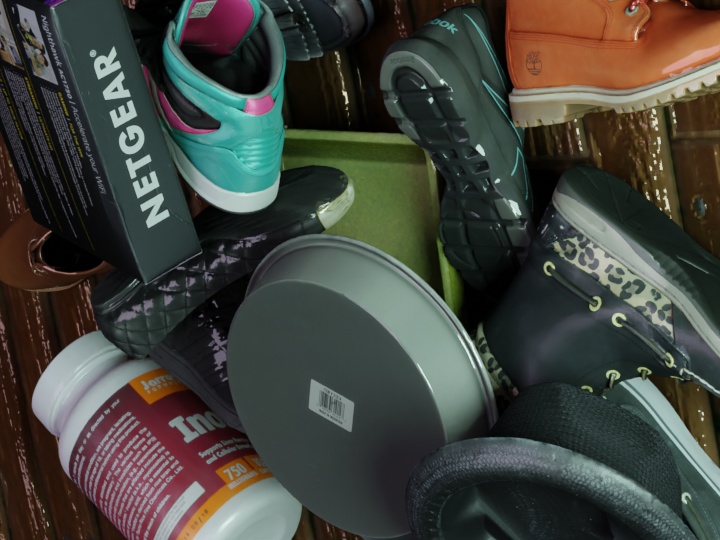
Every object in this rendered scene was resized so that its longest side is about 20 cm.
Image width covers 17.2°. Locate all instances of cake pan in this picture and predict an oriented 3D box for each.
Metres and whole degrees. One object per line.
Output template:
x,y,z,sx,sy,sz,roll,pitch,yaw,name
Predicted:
-0.006,0.076,1.432,0.199,0.037,0.202,23,128,32,cake pan

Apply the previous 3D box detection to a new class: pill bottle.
-0.144,0.137,1.713,0.200,0.113,0.114,42,131,25,pill bottle

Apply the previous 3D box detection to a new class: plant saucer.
0.000,0.000,1.563,0.199,0.048,0.202,6,110,44,plant saucer

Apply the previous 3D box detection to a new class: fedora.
0.123,0.132,1.350,0.199,0.092,0.201,15,143,11,fedora

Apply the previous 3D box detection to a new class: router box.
-0.183,-0.104,1.497,0.149,0.051,0.201,27,141,49,router box

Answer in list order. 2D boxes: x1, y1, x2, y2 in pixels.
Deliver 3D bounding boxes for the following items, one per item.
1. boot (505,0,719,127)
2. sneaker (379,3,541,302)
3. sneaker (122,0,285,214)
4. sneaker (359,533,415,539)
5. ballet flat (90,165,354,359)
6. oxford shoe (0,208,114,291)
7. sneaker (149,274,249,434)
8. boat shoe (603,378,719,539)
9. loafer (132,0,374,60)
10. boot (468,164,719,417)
0.154,-0.143,1.340,0.199,0.075,0.108,-3,99,46,boot
0.081,-0.068,1.444,0.075,0.079,0.201,3,127,38,sneaker
-0.114,-0.140,1.495,0.200,0.083,0.121,43,139,27,sneaker
0.005,0.087,1.501,0.106,0.075,0.201,-32,83,43,sneaker
-0.086,-0.009,1.536,0.199,0.067,0.057,-28,123,18,ballet flat
-0.225,-0.020,1.765,0.199,0.071,0.072,-16,96,48,oxford shoe
-0.096,0.030,1.592,0.199,0.060,0.105,31,128,37,sneaker
0.167,0.118,1.436,0.200,0.056,0.069,46,132,22,boat shoe
-0.075,-0.164,1.551,0.199,0.063,0.072,12,134,47,loafer
0.159,0.057,1.387,0.204,0.073,0.154,45,122,16,boot
